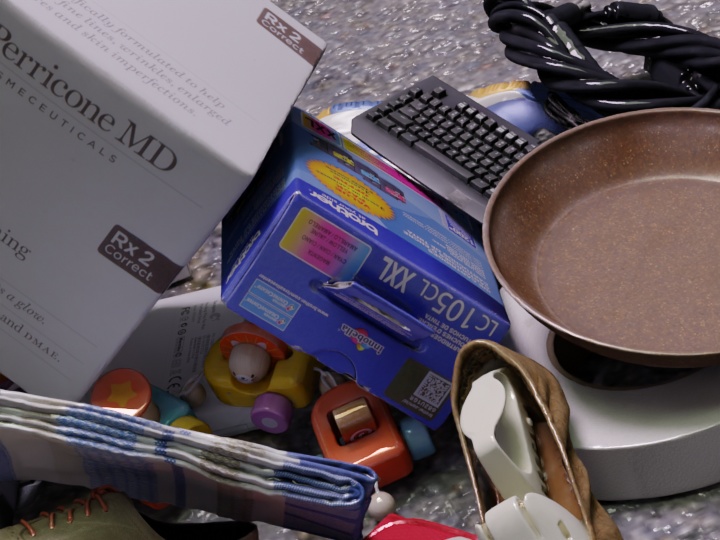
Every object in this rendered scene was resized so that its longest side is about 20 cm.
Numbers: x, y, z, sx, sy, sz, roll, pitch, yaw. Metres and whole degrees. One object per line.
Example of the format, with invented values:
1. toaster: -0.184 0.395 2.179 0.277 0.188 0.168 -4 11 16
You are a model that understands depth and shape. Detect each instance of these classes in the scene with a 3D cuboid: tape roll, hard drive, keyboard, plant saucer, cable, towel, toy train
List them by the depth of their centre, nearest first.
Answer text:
1. towel: -0.093 0.098 0.984 0.199 0.147 0.024 12 73 1
2. plant saucer: 0.163 -0.012 1.055 0.199 0.037 0.201 -4 39 3
3. tape roll: 0.152 0.041 1.078 0.202 0.037 0.203 -15 31 9
4. toy train: -0.068 0.084 1.094 0.199 0.056 0.151 -20 44 3
5. keyboard: 0.100 -0.063 1.169 0.127 0.021 0.200 -26 45 -32
6. hard drive: -0.140 0.065 1.219 0.199 0.026 0.132 -14 31 11
7. cable: 0.159 -0.132 1.253 0.162 0.051 0.200 15 21 -14

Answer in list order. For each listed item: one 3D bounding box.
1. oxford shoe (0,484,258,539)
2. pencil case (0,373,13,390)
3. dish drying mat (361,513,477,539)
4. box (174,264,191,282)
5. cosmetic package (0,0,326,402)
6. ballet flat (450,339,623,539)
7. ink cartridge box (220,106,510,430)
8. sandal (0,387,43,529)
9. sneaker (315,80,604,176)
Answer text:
1. oxford shoe: -0.141 0.131 0.968 0.199 0.075 0.070 13 10 -29
2. pencil case: -0.274 0.064 1.203 0.200 0.088 0.088 -34 29 9
3. dish drying mat: -0.020 0.187 0.966 0.077 0.018 0.200 12 43 41
4. box: -0.223 -0.024 1.334 0.199 0.102 0.113 -23 31 -4
5. cosmetic package: -0.151 -0.070 1.112 0.200 0.165 0.165 -50 10 33
6. ballet flat: 0.077 0.106 0.947 0.068 0.072 0.201 -30 42 18
7. ink cartridge box: 0.000 0.000 1.095 0.076 0.136 0.200 -55 14 16
8. sandal: -0.204 0.122 1.101 0.076 0.043 0.200 -27 20 12
9. sneaker: 0.062 -0.059 1.274 0.199 0.075 0.089 -7 55 18
